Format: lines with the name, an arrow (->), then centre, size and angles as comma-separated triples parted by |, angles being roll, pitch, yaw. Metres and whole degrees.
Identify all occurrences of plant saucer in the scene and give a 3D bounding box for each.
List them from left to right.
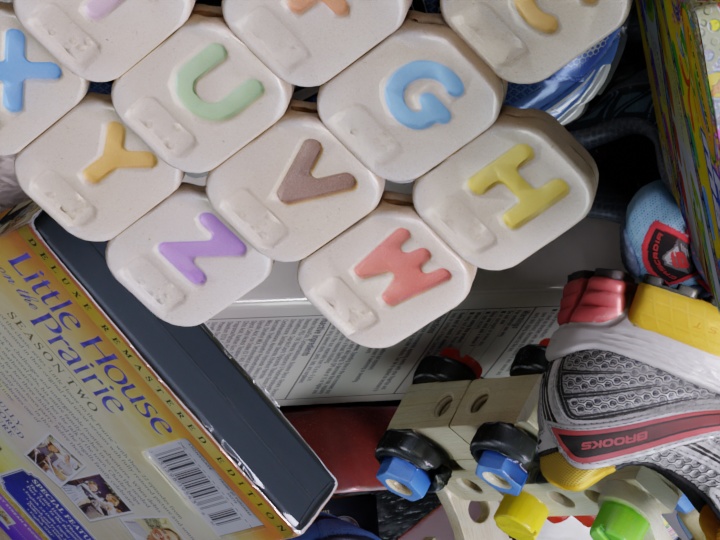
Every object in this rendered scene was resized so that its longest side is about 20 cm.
plant saucer -> -0.041, 0.080, 1.133 | 0.199, 0.037, 0.200 | -7, 174, 29

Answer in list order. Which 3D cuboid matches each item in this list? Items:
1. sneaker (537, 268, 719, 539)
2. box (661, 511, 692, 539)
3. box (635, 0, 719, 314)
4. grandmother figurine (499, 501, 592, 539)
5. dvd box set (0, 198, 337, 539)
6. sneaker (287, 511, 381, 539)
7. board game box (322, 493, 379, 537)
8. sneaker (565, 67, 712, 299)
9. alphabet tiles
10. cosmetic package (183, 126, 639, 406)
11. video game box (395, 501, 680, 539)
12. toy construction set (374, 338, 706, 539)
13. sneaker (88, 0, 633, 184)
sneaker -> 0.150, 0.067, 0.871 | 0.199, 0.083, 0.078 | 19, 176, 2
box -> 0.146, 0.066, 1.040 | 0.041, 0.119, 0.200 | -39, 177, -20
box -> 0.186, -0.067, 0.752 | 0.199, 0.193, 0.123 | -12, 113, 2
grandmother figurine -> 0.076, 0.132, 1.145 | 0.060, 0.121, 0.200 | 27, 148, 16
dvd box set -> -0.115, 0.050, 0.971 | 0.146, 0.029, 0.200 | 49, 145, -14
sneaker -> -0.059, 0.145, 1.055 | 0.078, 0.066, 0.200 | 0, -162, 33
board game box -> -0.108, 0.131, 1.244 | 0.199, 0.035, 0.135 | -2, 174, -26
sneaker -> 0.136, -0.008, 0.894 | 0.095, 0.200, 0.080 | -21, 121, -21
alphabet tiles -> -0.029, -0.064, 0.763 | 0.195, 0.015, 0.200 | -34, 112, 32
cosmetic package -> 0.000, 0.000, 1.007 | 0.199, 0.073, 0.104 | -3, 156, -19
video game box -> 0.106, 0.120, 1.268 | 0.200, 0.047, 0.182 | -39, 152, 7
toy construction set -> 0.079, 0.089, 0.972 | 0.131, 0.092, 0.200 | 39, 141, -24
sneaker -> -0.016, -0.074, 0.813 | 0.199, 0.079, 0.089 | -7, 153, 15
